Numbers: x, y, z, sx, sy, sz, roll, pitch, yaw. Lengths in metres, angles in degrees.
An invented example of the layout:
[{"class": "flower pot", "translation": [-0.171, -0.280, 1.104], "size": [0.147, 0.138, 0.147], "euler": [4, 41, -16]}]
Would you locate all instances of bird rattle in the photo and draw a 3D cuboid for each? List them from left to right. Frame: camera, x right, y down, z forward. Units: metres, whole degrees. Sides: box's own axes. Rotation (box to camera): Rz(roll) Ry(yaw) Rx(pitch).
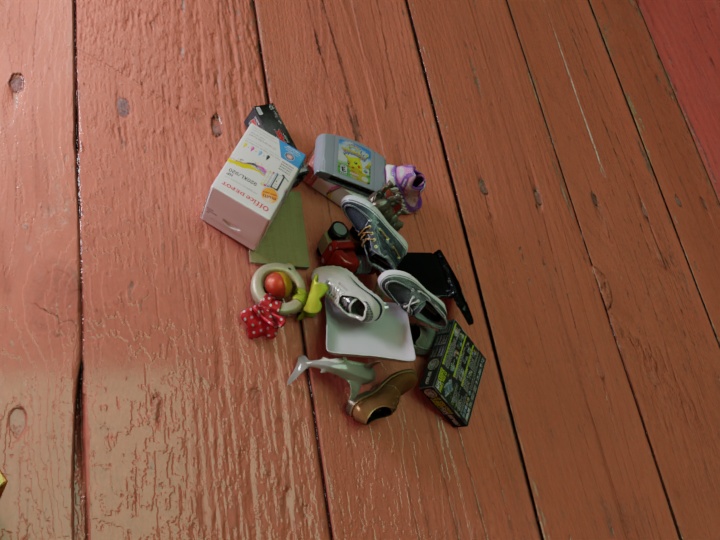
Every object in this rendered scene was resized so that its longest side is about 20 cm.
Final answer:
[{"class": "bird rattle", "translation": [-0.179, 0.061, 1.525], "size": [0.197, 0.113, 0.165], "euler": [-18, 64, -25]}]

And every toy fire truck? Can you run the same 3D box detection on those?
[{"class": "toy fire truck", "translation": [0.000, 0.000, 1.652], "size": [0.173, 0.129, 0.203], "euler": [-5, 58, -34]}]

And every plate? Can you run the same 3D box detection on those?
[{"class": "plate", "translation": [0.016, 0.136, 1.549], "size": [0.195, 0.033, 0.201], "euler": [7, 33, -9]}]

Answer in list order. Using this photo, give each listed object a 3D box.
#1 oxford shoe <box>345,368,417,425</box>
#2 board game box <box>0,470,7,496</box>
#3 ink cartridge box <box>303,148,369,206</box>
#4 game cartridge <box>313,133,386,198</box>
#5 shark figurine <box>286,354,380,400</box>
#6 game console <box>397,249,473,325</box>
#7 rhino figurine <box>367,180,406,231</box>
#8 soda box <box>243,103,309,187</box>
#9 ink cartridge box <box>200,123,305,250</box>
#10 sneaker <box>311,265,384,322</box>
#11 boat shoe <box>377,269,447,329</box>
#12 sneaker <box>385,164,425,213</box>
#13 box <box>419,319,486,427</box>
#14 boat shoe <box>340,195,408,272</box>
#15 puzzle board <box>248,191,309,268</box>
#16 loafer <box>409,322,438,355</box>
[{"class": "oxford shoe", "translation": [0.064, 0.287, 1.544], "size": [0.198, 0.072, 0.071], "euler": [-28, 44, -33]}, {"class": "board game box", "translation": [-0.658, 0.297, 0.989], "size": [0.199, 0.200, 0.201], "euler": [-33, 85, -40]}, {"class": "ink cartridge box", "translation": [-0.044, -0.233, 1.765], "size": [0.198, 0.067, 0.118], "euler": [34, 52, -12]}, {"class": "game cartridge", "translation": [-0.022, -0.263, 1.729], "size": [0.197, 0.040, 0.136], "euler": [17, 53, -25]}, {"class": "shark figurine", "translation": [-0.040, 0.231, 1.489], "size": [0.211, 0.128, 0.091], "euler": [12, 72, -27]}, {"class": "game console", "translation": [0.184, 0.044, 1.747], "size": [0.177, 0.115, 0.201], "euler": [56, 13, -31]}, {"class": "rhino figurine", "translation": [0.066, -0.140, 1.735], "size": [0.087, 0.201, 0.060], "euler": [-33, 62, -3]}, {"class": "soda box", "translation": [-0.206, -0.301, 1.690], "size": [0.063, 0.071, 0.203], "euler": [-20, 78, -40]}, {"class": "ink cartridge box", "translation": [-0.238, -0.183, 1.541], "size": [0.145, 0.145, 0.202], "euler": [29, 57, -7]}, {"class": "sneaker", "translation": [-0.039, 0.050, 1.545], "size": [0.198, 0.078, 0.080], "euler": [29, 22, 26]}, {"class": "boat shoe", "translation": [0.124, 0.072, 1.597], "size": [0.199, 0.072, 0.068], "euler": [36, 22, -24]}, {"class": "sneaker", "translation": [0.135, -0.215, 1.812], "size": [0.200, 0.087, 0.082], "euler": [43, 39, -59]}, {"class": "box", "translation": [0.226, 0.247, 1.671], "size": [0.161, 0.044, 0.202], "euler": [48, 47, -28]}, {"class": "boat shoe", "translation": [0.024, -0.082, 1.594], "size": [0.200, 0.071, 0.092], "euler": [41, 48, -12]}, {"class": "puzzle board", "translation": [-0.198, -0.102, 1.627], "size": [0.148, 0.017, 0.204], "euler": [5, 63, -30]}, {"class": "loafer", "translation": [0.132, 0.161, 1.669], "size": [0.197, 0.070, 0.071], "euler": [7, 64, -30]}]
